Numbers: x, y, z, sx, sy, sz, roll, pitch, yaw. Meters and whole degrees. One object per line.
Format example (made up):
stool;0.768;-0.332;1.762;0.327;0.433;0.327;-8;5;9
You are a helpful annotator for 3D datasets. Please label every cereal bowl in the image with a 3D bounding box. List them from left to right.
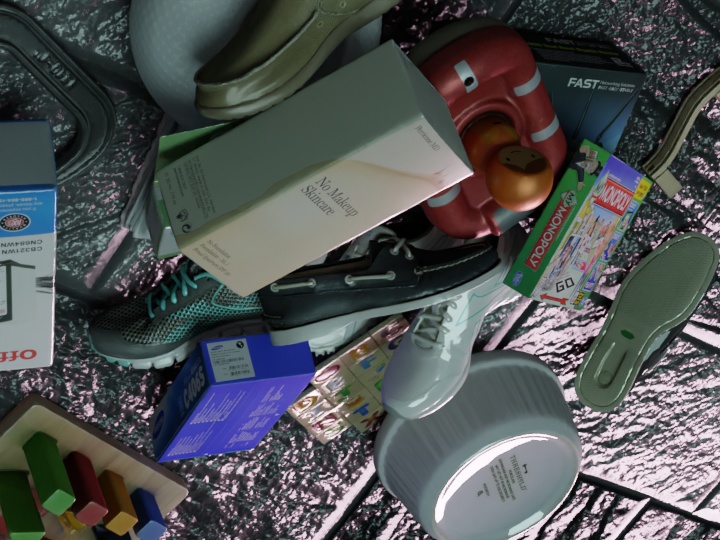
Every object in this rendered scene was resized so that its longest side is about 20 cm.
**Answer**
cereal bowl;-0.068;-0.181;1.343;0.199;0.083;0.201;-11;116;-24

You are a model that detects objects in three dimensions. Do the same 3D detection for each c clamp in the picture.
c clamp;-0.290;-0.118;1.359;0.171;0.027;0.200;-46;129;6

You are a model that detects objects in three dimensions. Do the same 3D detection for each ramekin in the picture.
ramekin;0.120;0.179;1.711;0.202;0.094;0.203;-15;135;-16

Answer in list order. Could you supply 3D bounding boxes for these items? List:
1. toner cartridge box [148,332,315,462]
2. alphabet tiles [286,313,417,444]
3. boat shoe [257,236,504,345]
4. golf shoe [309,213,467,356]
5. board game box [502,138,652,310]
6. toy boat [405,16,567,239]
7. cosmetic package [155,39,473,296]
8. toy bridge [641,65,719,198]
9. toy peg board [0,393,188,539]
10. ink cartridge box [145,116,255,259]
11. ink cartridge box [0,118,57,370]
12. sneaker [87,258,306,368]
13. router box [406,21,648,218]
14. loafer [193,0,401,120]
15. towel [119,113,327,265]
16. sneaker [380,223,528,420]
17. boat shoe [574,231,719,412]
toner cartridge box;-0.114;0.110;1.532;0.095;0.043;0.200;-4;158;-23
alphabet tiles;0.017;0.096;1.616;0.166;0.006;0.200;-33;156;1
boat shoe;0.015;0.005;1.430;0.199;0.076;0.061;-18;98;-3
golf shoe;0.000;0.000;1.554;0.200;0.078;0.097;-28;126;-16
board game box;0.188;-0.035;1.517;0.135;0.029;0.200;-60;161;7
toy boat;0.103;-0.095;1.376;0.130;0.131;0.200;-34;135;-5
cosmetic package;-0.033;-0.070;1.274;0.200;0.073;0.104;-28;149;15
toy bridge;0.336;-0.154;1.614;0.200;0.027;0.067;-42;130;9
toy peg board;-0.278;0.244;1.589;0.200;0.098;0.199;-43;130;11
ink cartridge box;-0.086;-0.067;1.360;0.145;0.048;0.200;-13;171;-12
ink cartridge box;-0.307;-0.013;1.360;0.145;0.084;0.200;-5;136;-14
sneaker;-0.134;0.017;1.486;0.199;0.078;0.091;-15;132;-3
router box;0.128;-0.123;1.507;0.199;0.062;0.150;1;123;-32
loafer;-0.046;-0.184;1.263;0.200;0.076;0.068;-42;122;-16
towel;-0.078;-0.095;1.466;0.190;0.032;0.200;9;121;-30
sneaker;0.074;0.033;1.504;0.201;0.070;0.080;-55;146;-13
boat shoe;0.278;0.046;1.728;0.200;0.072;0.068;-56;164;13
